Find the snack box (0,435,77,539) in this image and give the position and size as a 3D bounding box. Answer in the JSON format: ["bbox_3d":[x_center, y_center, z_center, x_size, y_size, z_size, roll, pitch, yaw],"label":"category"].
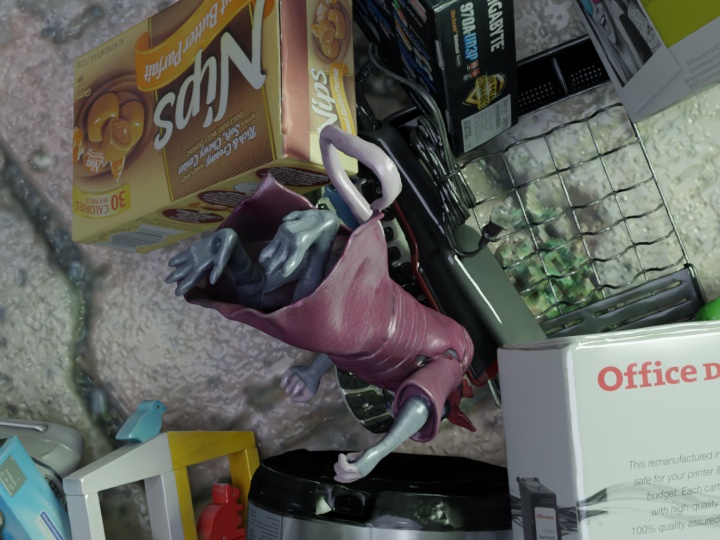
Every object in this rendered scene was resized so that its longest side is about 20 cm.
[{"bbox_3d":[-0.254,0.169,0.980,0.199,0.037,0.116,-15,115,31],"label":"snack box"}]

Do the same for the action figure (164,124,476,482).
[{"bbox_3d":[0.002,0.021,0.859,0.200,0.134,0.149,32,95,-39],"label":"action figure"}]

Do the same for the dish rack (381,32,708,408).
[{"bbox_3d":[0.112,-0.019,0.954,0.153,0.055,0.201,-21,90,11],"label":"dish rack"}]

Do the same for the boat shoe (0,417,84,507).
[{"bbox_3d":[-0.260,0.120,1.018,0.199,0.065,0.074,4,132,20],"label":"boat shoe"}]

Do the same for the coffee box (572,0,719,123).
[{"bbox_3d":[0.207,-0.218,0.829,0.199,0.200,0.198,-26,89,-8],"label":"coffee box"}]

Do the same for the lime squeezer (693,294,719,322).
[{"bbox_3d":[0.232,0.025,0.932,0.071,0.038,0.200,37,98,-25],"label":"lime squeezer"}]

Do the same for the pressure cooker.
[{"bbox_3d":[0.015,0.207,0.922,0.178,0.176,0.201,4,90,11],"label":"pressure cooker"}]

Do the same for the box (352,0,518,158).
[{"bbox_3d":[0.011,-0.176,0.878,0.046,0.159,0.200,-31,67,-7],"label":"box"}]

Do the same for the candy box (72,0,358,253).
[{"bbox_3d":[-0.086,-0.088,0.914,0.200,0.055,0.116,-17,71,46],"label":"candy box"}]

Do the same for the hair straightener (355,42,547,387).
[{"bbox_3d":[0.053,-0.034,0.890,0.077,0.041,0.201,-16,103,42],"label":"hair straightener"}]

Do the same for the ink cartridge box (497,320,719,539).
[{"bbox_3d":[0.157,0.127,0.838,0.145,0.083,0.201,-4,89,-20],"label":"ink cartridge box"}]

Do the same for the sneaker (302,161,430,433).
[{"bbox_3d":[0.000,0.000,0.967,0.078,0.089,0.201,-18,108,-10],"label":"sneaker"}]

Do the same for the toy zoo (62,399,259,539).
[{"bbox_3d":[-0.106,0.175,0.969,0.020,0.131,0.201,-6,93,46],"label":"toy zoo"}]
